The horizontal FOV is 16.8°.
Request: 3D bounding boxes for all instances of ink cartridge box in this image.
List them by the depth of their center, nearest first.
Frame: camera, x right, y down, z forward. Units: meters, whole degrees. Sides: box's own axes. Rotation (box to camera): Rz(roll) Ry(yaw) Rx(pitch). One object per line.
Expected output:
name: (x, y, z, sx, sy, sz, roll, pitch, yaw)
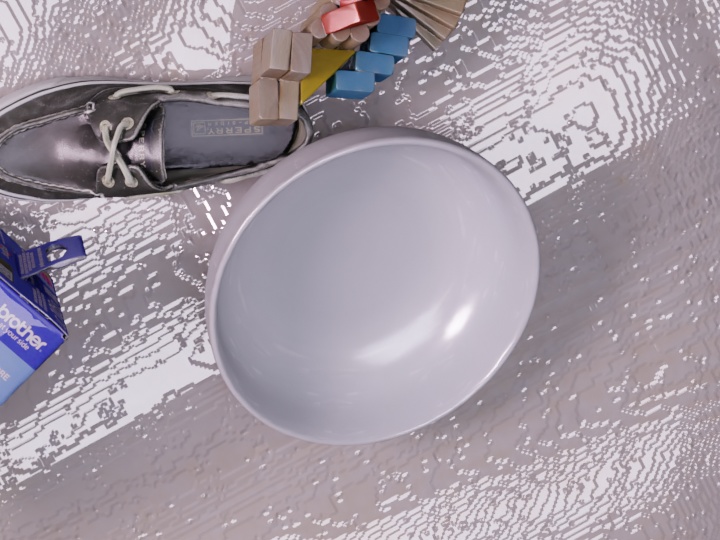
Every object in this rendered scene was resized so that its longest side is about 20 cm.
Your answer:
ink cartridge box: (-0.237, 0.045, 1.355, 0.076, 0.136, 0.200, 42, 94, -17)

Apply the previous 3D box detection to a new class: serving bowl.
serving bowl: (0.000, 0.000, 1.409, 0.200, 0.066, 0.200, -10, 123, -16)

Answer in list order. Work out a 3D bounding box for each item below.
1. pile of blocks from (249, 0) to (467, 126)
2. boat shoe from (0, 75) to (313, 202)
pile of blocks: (0.017, -0.151, 1.362, 0.082, 0.062, 0.200, 41, 75, -8)
boat shoe: (-0.126, -0.076, 1.383, 0.200, 0.064, 0.071, -9, 104, -7)
